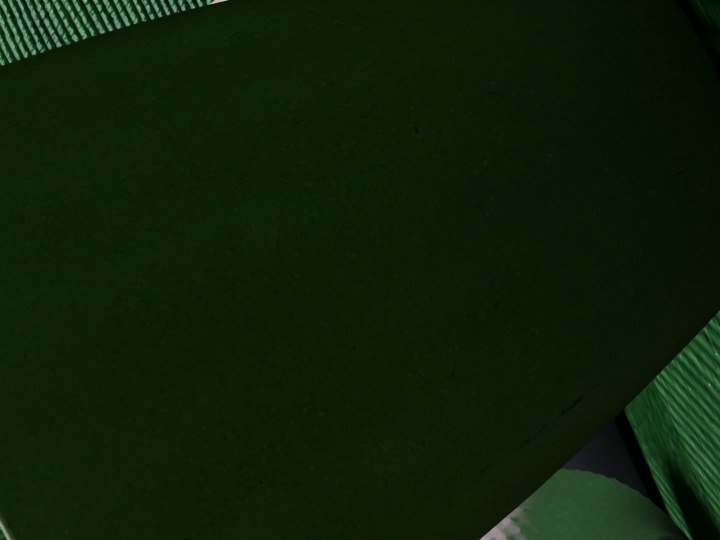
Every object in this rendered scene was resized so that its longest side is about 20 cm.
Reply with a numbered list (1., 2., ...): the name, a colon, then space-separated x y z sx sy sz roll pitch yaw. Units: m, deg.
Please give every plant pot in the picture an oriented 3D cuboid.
1. plant pot: 0.000 0.000 0.639 0.188 0.200 0.187 64 179 2

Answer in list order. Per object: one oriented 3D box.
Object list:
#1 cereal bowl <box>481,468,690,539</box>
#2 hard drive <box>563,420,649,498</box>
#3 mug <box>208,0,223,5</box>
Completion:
1. cereal bowl: 0.129 0.184 1.172 0.200 0.083 0.200 37 -142 -37
2. hard drive: 0.110 0.070 1.350 0.200 0.042 0.135 64 179 -32
3. mug: -0.027 -0.084 1.335 0.153 0.186 0.150 48 -156 -16
